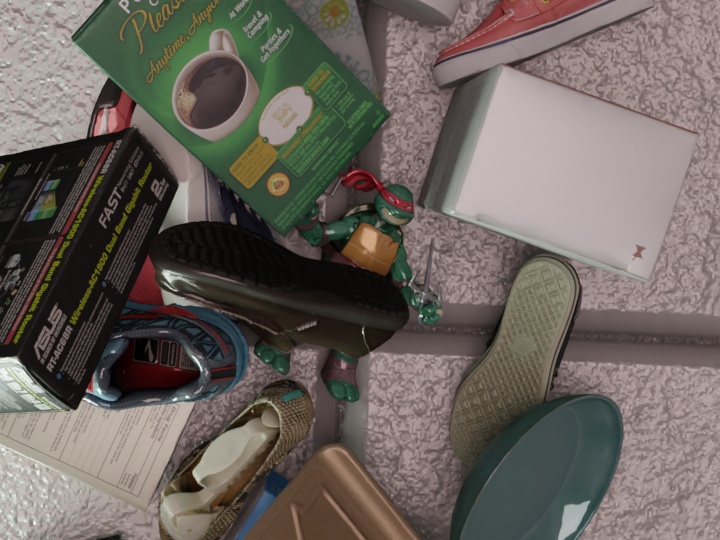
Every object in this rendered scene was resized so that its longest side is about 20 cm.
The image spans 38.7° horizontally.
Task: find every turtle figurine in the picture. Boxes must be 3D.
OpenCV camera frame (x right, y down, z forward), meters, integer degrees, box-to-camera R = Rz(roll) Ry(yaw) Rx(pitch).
[{"bbox_3d":[0.000,0.000,0.831,0.148,0.101,0.202,29,105,2],"label":"turtle figurine"}]

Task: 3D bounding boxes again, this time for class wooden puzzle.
[{"bbox_3d":[-0.028,0.265,0.780,0.186,0.046,0.200,51,53,-8],"label":"wooden puzzle"}]

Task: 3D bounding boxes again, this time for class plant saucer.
[{"bbox_3d":[0.137,0.181,0.839,0.198,0.036,0.203,-24,130,-32],"label":"plant saucer"}]

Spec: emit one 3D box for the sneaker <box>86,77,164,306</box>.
[{"bbox_3d":[-0.181,-0.060,0.838,0.085,0.074,0.204,2,101,-14],"label":"sneaker"}]

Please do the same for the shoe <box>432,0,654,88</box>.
[{"bbox_3d":[0.138,-0.223,0.837,0.198,0.071,0.092,-23,94,-7],"label":"shoe"}]

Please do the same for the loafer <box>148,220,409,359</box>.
[{"bbox_3d":[-0.061,0.026,0.737,0.197,0.073,0.072,18,119,-20],"label":"loafer"}]

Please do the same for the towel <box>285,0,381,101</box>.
[{"bbox_3d":[-0.080,-0.168,0.787,0.169,0.049,0.201,-19,136,0],"label":"towel"}]

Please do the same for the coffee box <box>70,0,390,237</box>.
[{"bbox_3d":[-0.087,-0.134,0.713,0.200,0.044,0.123,41,91,-23],"label":"coffee box"}]

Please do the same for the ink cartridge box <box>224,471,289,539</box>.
[{"bbox_3d":[-0.025,0.275,0.866,0.198,0.067,0.117,32,91,-5],"label":"ink cartridge box"}]

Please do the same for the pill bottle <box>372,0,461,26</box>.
[{"bbox_3d":[0.068,-0.303,0.802,0.111,0.112,0.203,20,93,-5],"label":"pill bottle"}]

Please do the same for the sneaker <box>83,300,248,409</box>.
[{"bbox_3d":[-0.185,0.057,0.741,0.196,0.096,0.081,1,97,6],"label":"sneaker"}]

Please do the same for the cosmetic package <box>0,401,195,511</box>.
[{"bbox_3d":[-0.239,0.102,0.837,0.198,0.073,0.105,27,92,-6],"label":"cosmetic package"}]

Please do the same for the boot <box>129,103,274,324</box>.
[{"bbox_3d":[-0.120,-0.049,0.809,0.072,0.090,0.203,13,118,36],"label":"boot"}]

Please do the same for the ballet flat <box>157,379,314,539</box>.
[{"bbox_3d":[-0.117,0.165,0.827,0.068,0.075,0.200,47,108,16],"label":"ballet flat"}]

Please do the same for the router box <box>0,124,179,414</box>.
[{"bbox_3d":[-0.228,0.001,0.708,0.148,0.202,0.062,-7,139,29],"label":"router box"}]

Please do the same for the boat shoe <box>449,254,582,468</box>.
[{"bbox_3d":[0.133,0.078,0.860,0.074,0.062,0.203,27,110,21],"label":"boat shoe"}]

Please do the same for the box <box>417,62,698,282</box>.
[{"bbox_3d":[0.139,-0.073,0.781,0.150,0.200,0.108,18,94,-5],"label":"box"}]

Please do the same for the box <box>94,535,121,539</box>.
[{"bbox_3d":[-0.239,0.341,0.827,0.113,0.132,0.203,-11,96,3],"label":"box"}]
